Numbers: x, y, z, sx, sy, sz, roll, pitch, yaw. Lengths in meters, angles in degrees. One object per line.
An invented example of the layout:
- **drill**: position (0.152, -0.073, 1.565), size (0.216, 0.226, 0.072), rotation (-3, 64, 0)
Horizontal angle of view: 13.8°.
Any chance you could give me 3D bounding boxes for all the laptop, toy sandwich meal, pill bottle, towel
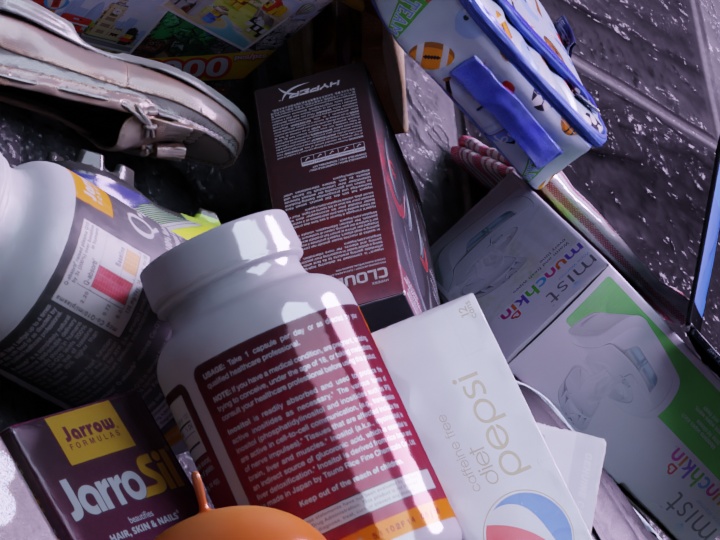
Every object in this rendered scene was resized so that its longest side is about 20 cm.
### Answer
- **laptop**: position (0.259, 0.030, 1.852), size (0.200, 0.103, 0.177), rotation (47, 3, 9)
- **toy sandwich meal**: position (-0.002, -0.186, 1.960), size (0.205, 0.070, 0.206), rotation (3, 90, -81)
- **pill bottle**: position (-0.036, 0.075, 1.543), size (0.113, 0.113, 0.201), rotation (-12, 75, -54)
- **pill bottle**: position (-0.159, 0.011, 1.617), size (0.200, 0.116, 0.117), rotation (32, 38, -29)
- **towel**: position (0.144, -0.032, 2.009), size (0.146, 0.030, 0.200), rotation (42, -5, -18)

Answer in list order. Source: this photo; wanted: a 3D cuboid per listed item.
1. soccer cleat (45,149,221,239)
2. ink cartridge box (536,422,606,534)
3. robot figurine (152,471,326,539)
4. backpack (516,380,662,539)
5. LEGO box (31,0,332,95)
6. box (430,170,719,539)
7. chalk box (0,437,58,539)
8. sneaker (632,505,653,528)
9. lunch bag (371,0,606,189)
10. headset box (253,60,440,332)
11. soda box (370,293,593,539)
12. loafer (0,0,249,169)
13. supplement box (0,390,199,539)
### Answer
- **soccer cleat**: position (-0.121, -0.002, 1.745), size (0.200, 0.065, 0.084), rotation (27, 70, -40)
- **ink cartridge box**: position (0.021, 0.148, 1.629), size (0.199, 0.057, 0.163), rotation (15, 70, -11)
- **robot figurine**: position (-0.050, 0.199, 1.418), size (0.144, 0.117, 0.201), rotation (8, 55, -41)
- **backpack**: position (0.078, 0.166, 1.724), size (0.177, 0.151, 0.200), rotation (-16, 70, -48)
- **LEGO box**: position (-0.127, -0.195, 1.821), size (0.200, 0.149, 0.077), rotation (18, 46, -41)
- **box**: position (0.150, 0.059, 1.881), size (0.200, 0.097, 0.176), rotation (45, 1, -27)
- **chalk box**: position (-0.203, 0.187, 1.391), size (0.125, 0.124, 0.200), rotation (-14, 71, -56)
- **sneaker**: position (0.113, 0.145, 1.878), size (0.200, 0.074, 0.089), rotation (37, 19, -26)
- **lunch bag**: position (0.077, -0.146, 1.859), size (0.200, 0.075, 0.161), rotation (41, 18, -43)
- **headset box**: position (0.000, 0.000, 1.804), size (0.149, 0.075, 0.201), rotation (65, 12, -52)
- **soda box**: position (0.067, 0.119, 1.587), size (0.068, 0.064, 0.201), rotation (-21, 78, -20)
- **loafer**: position (-0.160, -0.098, 1.777), size (0.200, 0.072, 0.063), rotation (26, 57, -25)
- **supplement box**: position (-0.124, 0.174, 1.532), size (0.110, 0.086, 0.200), rotation (-15, 71, -55)
